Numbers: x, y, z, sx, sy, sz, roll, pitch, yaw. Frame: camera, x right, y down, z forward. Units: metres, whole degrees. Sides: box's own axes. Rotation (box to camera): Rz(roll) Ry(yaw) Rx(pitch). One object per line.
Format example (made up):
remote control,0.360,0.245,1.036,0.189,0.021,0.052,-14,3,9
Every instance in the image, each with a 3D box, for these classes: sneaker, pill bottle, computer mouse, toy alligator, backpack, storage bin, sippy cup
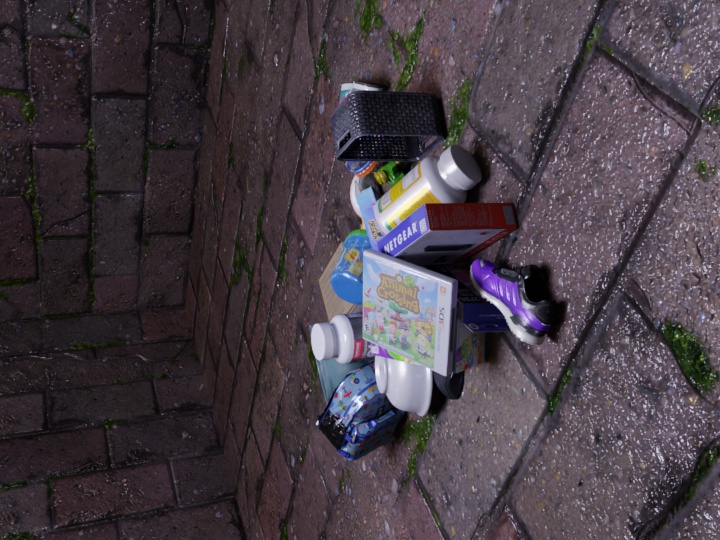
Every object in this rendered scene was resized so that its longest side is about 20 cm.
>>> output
sneaker,0.035,-0.139,1.690,0.082,0.077,0.203,-25,79,60
pill bottle,-0.007,0.151,1.653,0.110,0.197,0.112,175,90,-65
sneaker,-0.006,-0.381,1.722,0.200,0.082,0.123,-148,63,-70
sneaker,0.026,-0.304,1.628,0.201,0.078,0.075,-59,39,14
sneaker,0.261,0.023,1.212,0.201,0.069,0.100,54,134,44
computer mouse,0.161,0.150,1.463,0.140,0.045,0.203,-136,48,-55
toy alligator,0.067,-0.211,1.629,0.055,0.059,0.200,53,175,-7
backpack,0.014,0.307,1.657,0.135,0.181,0.201,47,133,29
pill bottle,0.128,-0.143,1.372,0.200,0.112,0.114,-40,54,34
storage bin,0.052,-0.287,1.464,0.135,0.197,0.095,149,115,-63
sippy cup,0.000,0.000,1.639,0.138,0.131,0.179,17,140,20

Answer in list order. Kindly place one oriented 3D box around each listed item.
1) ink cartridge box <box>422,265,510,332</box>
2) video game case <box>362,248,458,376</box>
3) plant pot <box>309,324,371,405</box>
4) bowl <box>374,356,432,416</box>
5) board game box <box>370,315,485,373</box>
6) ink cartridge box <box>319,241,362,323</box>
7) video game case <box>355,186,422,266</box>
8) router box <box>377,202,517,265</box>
ink cartridge box,0.193,0.048,1.320,0.200,0.094,0.038,51,134,52
video game case,0.083,0.073,1.301,0.199,0.022,0.184,21,122,37
plant pot,-0.039,0.216,1.781,0.200,0.132,0.203,166,90,-83
bowl,0.083,0.208,1.543,0.201,0.089,0.204,178,90,-78
board game box,0.126,0.117,1.377,0.198,0.102,0.106,7,100,40
ink cartridge box,-0.029,0.046,1.841,0.200,0.074,0.167,125,134,-53
video game case,0.076,-0.048,1.484,0.045,0.181,0.202,-28,60,20
router box,0.149,-0.062,1.303,0.200,0.177,0.050,142,122,-62
